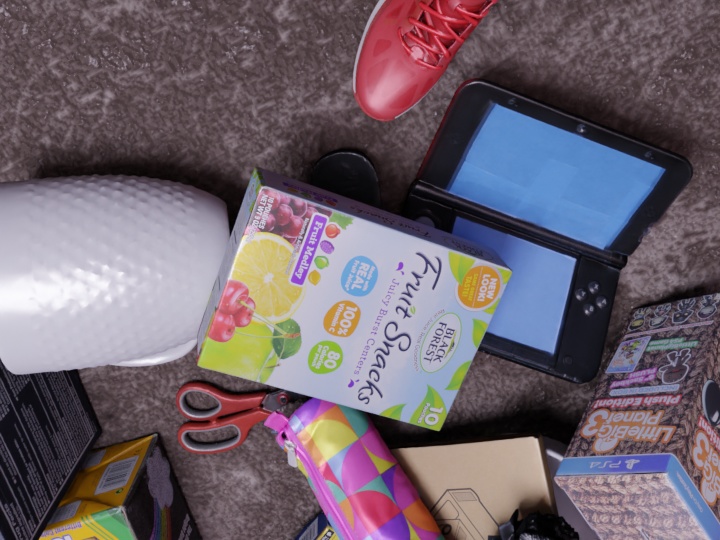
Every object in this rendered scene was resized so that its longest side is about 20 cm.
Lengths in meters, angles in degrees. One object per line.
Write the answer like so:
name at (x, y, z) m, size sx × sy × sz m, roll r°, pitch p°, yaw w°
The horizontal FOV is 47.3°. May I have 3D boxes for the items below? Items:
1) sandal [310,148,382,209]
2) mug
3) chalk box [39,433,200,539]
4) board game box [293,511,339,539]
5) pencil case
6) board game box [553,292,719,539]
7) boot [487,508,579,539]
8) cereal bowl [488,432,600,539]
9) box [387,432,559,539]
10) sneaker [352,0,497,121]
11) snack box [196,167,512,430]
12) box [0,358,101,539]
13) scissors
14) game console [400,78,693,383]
sandal at (-0.001, 0.000, 0.702) m, size 0.074 × 0.048 × 0.203 m, roll -14°, pitch 110°, yaw 6°
mug at (-0.190, 0.014, 0.670) m, size 0.173 × 0.149 × 0.201 m, roll -6°, pitch 141°, yaw -9°
chalk box at (-0.223, 0.280, 0.764) m, size 0.122 × 0.125 × 0.203 m, roll -15°, pitch 108°, yaw 5°
board game box at (-0.011, 0.355, 0.824) m, size 0.199 × 0.062 × 0.201 m, roll 35°, pitch 105°, yaw -14°
pencil case at (0.000, 0.197, 0.717) m, size 0.088 × 0.088 × 0.201 m, roll -41°, pitch 76°, yaw 14°
board game box at (0.269, 0.146, 0.668) m, size 0.096 × 0.200 × 0.160 m, roll -18°, pitch 115°, yaw 48°
boot at (0.153, 0.300, 0.649) m, size 0.198 × 0.073 × 0.163 m, roll 40°, pitch 105°, yaw 7°
cereal bowl at (0.156, 0.243, 0.751) m, size 0.198 × 0.083 × 0.203 m, roll 4°, pitch 97°, yaw 30°
box at (0.102, 0.249, 0.724) m, size 0.162 × 0.021 × 0.203 m, roll -12°, pitch 90°, yaw 30°
sneaker at (0.058, -0.192, 0.596) m, size 0.078 × 0.116 × 0.201 m, roll 29°, pitch 107°, yaw -10°
snack box at (-0.006, 0.025, 0.612) m, size 0.198 × 0.053 × 0.144 m, roll 18°, pitch 108°, yaw -17°
box at (-0.327, 0.115, 0.665) m, size 0.121 × 0.199 × 0.203 m, roll -15°, pitch 109°, yaw 5°
scissors at (-0.080, 0.127, 0.761) m, size 0.197 × 0.014 × 0.074 m, roll -9°, pitch 106°, yaw 7°
game console at (0.134, -0.023, 0.650) m, size 0.197 × 0.119 × 0.175 m, roll 19°, pitch 75°, yaw -6°
